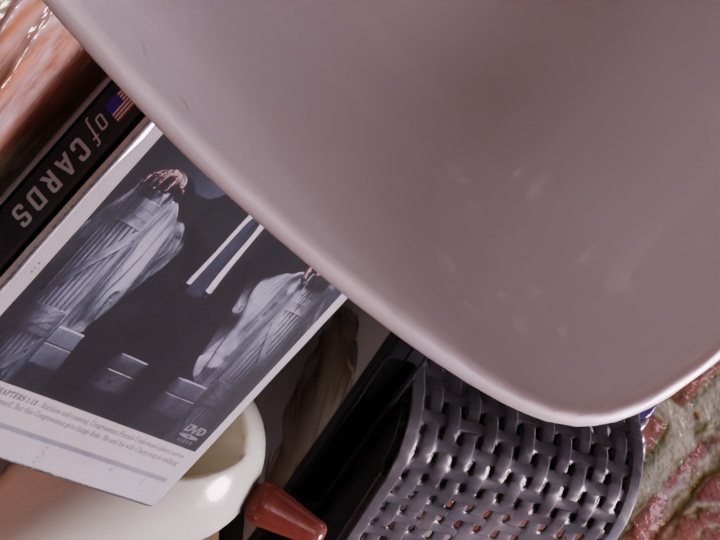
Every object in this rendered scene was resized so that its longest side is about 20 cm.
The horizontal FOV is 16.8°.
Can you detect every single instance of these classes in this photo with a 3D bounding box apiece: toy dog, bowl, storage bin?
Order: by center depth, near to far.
[{"bbox_3d":[0.037,-0.093,0.464,0.200,0.200,0.075,-47,-154,0],"label":"bowl"},{"bbox_3d":[-0.091,0.104,0.840,0.200,0.096,0.132,-48,168,4],"label":"toy dog"},{"bbox_3d":[0.020,0.082,0.941,0.136,0.093,0.200,-91,-156,-44],"label":"storage bin"}]

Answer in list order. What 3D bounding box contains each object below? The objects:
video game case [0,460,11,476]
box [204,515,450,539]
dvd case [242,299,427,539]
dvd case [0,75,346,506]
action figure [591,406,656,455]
[{"bbox_3d":[-0.059,-0.014,0.903,0.183,0.022,0.200,-55,172,34],"label":"video game case"},{"bbox_3d":[-0.023,0.144,1.241,0.078,0.200,0.095,-44,171,-44],"label":"box"},{"bbox_3d":[0.000,0.000,0.883,0.200,0.017,0.143,123,-23,-48],"label":"dvd case"},{"bbox_3d":[-0.037,-0.020,0.714,0.200,0.025,0.150,-47,151,8],"label":"dvd case"},{"bbox_3d":[0.151,0.023,1.150,0.200,0.069,0.130,-53,172,10],"label":"action figure"}]
